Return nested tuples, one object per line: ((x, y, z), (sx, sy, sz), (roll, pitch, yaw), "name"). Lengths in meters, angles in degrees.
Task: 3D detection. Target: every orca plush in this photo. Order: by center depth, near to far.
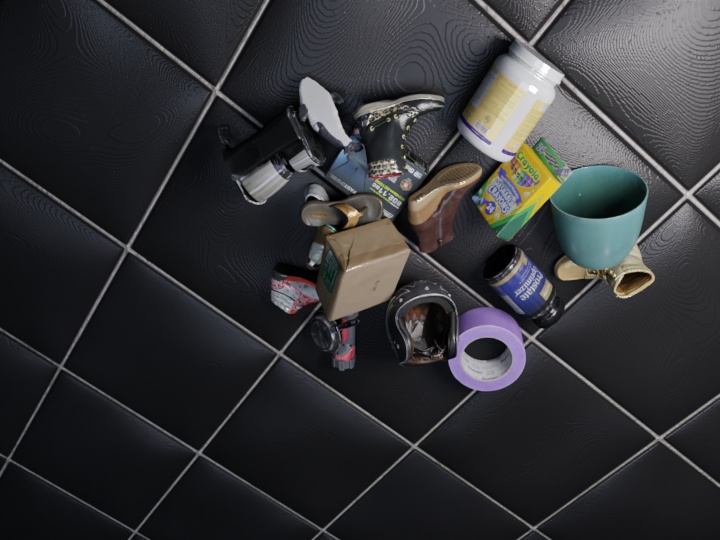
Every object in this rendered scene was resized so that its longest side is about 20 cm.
((-0.070, -0.323, 1.322), (0.199, 0.071, 0.105), (41, 73, 8), "orca plush")

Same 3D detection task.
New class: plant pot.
((0.513, -0.104, 1.317), (0.194, 0.203, 0.164), (-8, 128, 12), "plant pot")

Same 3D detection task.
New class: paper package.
((0.000, 0.000, 1.405), (0.187, 0.105, 0.202), (-19, 150, -27), "paper package")

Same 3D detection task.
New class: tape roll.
((0.322, 0.204, 1.565), (0.193, 0.086, 0.205), (3, 118, 6), "tape roll")

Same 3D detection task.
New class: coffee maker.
((-0.200, -0.275, 1.344), (0.197, 0.136, 0.194), (-29, 111, 20), "coffee maker")

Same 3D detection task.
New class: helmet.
((0.149, 0.125, 1.483), (0.194, 0.200, 0.197), (-11, 75, 13), "helmet")

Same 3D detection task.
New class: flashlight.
((-0.044, 0.162, 1.603), (0.067, 0.067, 0.206), (22, 124, 38), "flashlight")

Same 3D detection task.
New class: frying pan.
((-0.070, 0.168, 1.573), (0.187, 0.031, 0.119), (10, 113, 44), "frying pan")

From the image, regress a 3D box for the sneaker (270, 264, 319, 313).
((-0.137, 0.063, 1.558), (0.196, 0.068, 0.110), (16, 121, 3), "sneaker")

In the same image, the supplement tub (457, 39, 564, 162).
((0.303, -0.343, 1.235), (0.143, 0.147, 0.202), (29, 118, -9), "supplement tub")

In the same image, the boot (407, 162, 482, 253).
((0.201, -0.144, 1.408), (0.196, 0.073, 0.168), (-29, 136, -4), "boot")

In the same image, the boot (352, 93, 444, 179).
((0.092, -0.283, 1.288), (0.197, 0.073, 0.159), (-10, 88, -6), "boot")

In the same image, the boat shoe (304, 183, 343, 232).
((-0.075, -0.109, 1.453), (0.069, 0.072, 0.203), (-26, 112, 20), "boat shoe")

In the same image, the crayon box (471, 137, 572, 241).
((0.347, -0.184, 1.325), (0.051, 0.127, 0.201), (16, 126, -40), "crayon box")

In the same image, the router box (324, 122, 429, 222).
((0.036, -0.226, 1.380), (0.197, 0.063, 0.151), (33, 119, -11), "router box")

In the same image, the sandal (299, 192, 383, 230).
((-0.044, -0.128, 1.373), (0.193, 0.055, 0.084), (0, 116, 2), "sandal")

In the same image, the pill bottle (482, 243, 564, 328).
((0.394, 0.043, 1.452), (0.199, 0.113, 0.112), (42, 116, -15), "pill bottle")

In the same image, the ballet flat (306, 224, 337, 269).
((-0.097, -0.043, 1.430), (0.067, 0.073, 0.200), (36, 161, -4), "ballet flat")

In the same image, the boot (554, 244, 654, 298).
((0.551, 0.006, 1.386), (0.194, 0.157, 0.074), (-13, 117, 14), "boot")
